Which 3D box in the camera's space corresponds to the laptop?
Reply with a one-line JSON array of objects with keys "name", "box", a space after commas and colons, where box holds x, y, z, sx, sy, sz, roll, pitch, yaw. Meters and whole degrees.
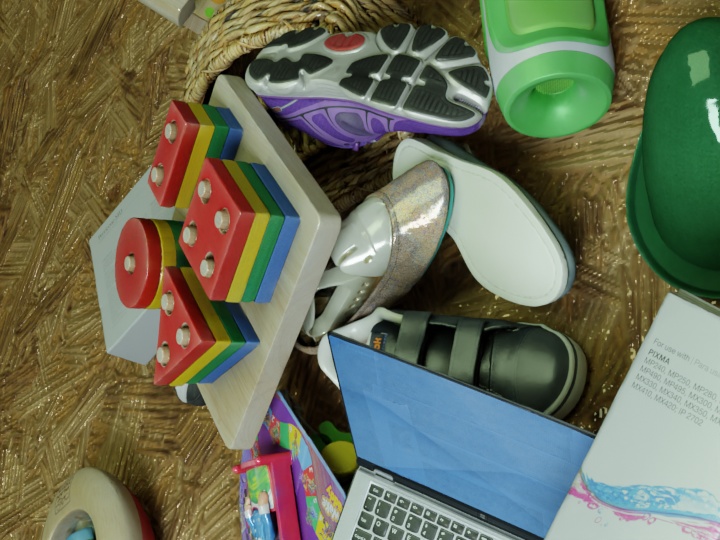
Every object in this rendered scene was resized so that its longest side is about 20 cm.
[{"name": "laptop", "box": [0.046, 0.167, 0.654, 0.185, 0.116, 0.203, 19, 87, 28]}]

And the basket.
[{"name": "basket", "box": [-0.057, -0.136, 0.936, 0.198, 0.142, 0.151, -24, 55, 39]}]

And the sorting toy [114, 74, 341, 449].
[{"name": "sorting toy", "box": [-0.113, -0.011, 0.835, 0.201, 0.069, 0.201, 54, 130, 44]}]

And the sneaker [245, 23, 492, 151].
[{"name": "sneaker", "box": [0.011, -0.125, 0.824, 0.198, 0.084, 0.081, 14, 59, 36]}]

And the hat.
[{"name": "hat", "box": [0.179, -0.105, 0.631, 0.165, 0.175, 0.203, 24, 90, 50]}]

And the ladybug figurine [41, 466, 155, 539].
[{"name": "ladybug figurine", "box": [-0.220, 0.262, 0.985, 0.135, 0.071, 0.202, -41, 47, 28]}]

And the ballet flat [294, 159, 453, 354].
[{"name": "ballet flat", "box": [0.000, 0.000, 0.819, 0.201, 0.066, 0.069, -61, 42, 42]}]

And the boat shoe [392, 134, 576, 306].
[{"name": "boat shoe", "box": [0.093, -0.041, 0.783, 0.200, 0.061, 0.074, 43, 129, 51]}]

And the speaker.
[{"name": "speaker", "box": [0.127, -0.198, 0.806, 0.088, 0.088, 0.203, -26, 55, 38]}]

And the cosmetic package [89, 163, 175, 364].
[{"name": "cosmetic package", "box": [-0.179, -0.032, 1.094, 0.200, 0.051, 0.152, -44, 47, 26]}]

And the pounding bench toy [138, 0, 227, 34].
[{"name": "pounding bench toy", "box": [-0.122, -0.291, 1.025, 0.157, 0.123, 0.200, -59, 3, 9]}]

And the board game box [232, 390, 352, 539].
[{"name": "board game box", "box": [-0.066, 0.187, 0.822, 0.200, 0.038, 0.160, 49, 134, 50]}]

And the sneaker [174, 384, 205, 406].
[{"name": "sneaker", "box": [-0.101, 0.038, 0.960, 0.074, 0.079, 0.202, -84, 16, -61]}]

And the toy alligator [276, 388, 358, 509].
[{"name": "toy alligator", "box": [-0.003, 0.142, 0.819, 0.054, 0.060, 0.201, -21, 42, -12]}]

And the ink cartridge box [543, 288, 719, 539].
[{"name": "ink cartridge box", "box": [0.169, 0.131, 0.556, 0.082, 0.145, 0.202, 30, 95, 48]}]

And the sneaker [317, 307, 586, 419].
[{"name": "sneaker", "box": [0.052, 0.068, 0.771, 0.198, 0.079, 0.080, -7, 66, 44]}]
